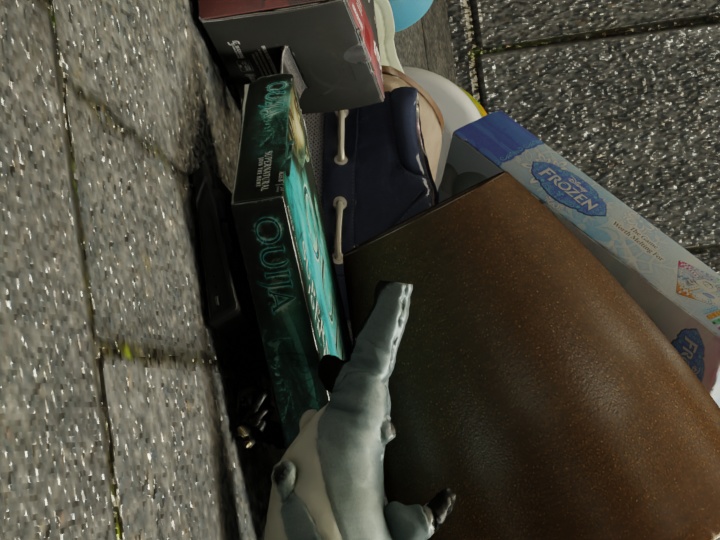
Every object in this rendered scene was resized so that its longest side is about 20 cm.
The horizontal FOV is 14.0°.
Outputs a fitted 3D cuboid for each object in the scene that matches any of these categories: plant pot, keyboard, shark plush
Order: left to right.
[{"bbox_3d":[-0.048,0.027,1.393,0.200,0.021,0.128,51,31,-77],"label":"keyboard"},{"bbox_3d":[0.003,0.109,1.301,0.091,0.083,0.201,74,24,-71],"label":"shark plush"},{"bbox_3d":[0.075,0.061,1.454,0.201,0.186,0.187,62,7,-2],"label":"plant pot"}]

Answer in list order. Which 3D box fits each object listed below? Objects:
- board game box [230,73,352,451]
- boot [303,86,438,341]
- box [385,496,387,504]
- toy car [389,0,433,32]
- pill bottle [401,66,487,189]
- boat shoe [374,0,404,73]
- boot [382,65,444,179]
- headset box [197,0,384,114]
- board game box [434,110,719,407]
[{"bbox_3d":[-0.026,0.025,1.381,0.135,0.028,0.201,-89,169,-62],"label":"board game box"},{"bbox_3d":[0.000,0.000,1.555,0.073,0.090,0.201,52,31,-79],"label":"boot"},{"bbox_3d":[0.017,0.194,1.712,0.156,0.041,0.201,69,15,-65],"label":"box"},{"bbox_3d":[0.011,-0.287,1.790,0.184,0.176,0.200,52,15,-55],"label":"toy car"},{"bbox_3d":[0.033,-0.072,1.891,0.200,0.111,0.112,-15,97,-84],"label":"pill bottle"},{"bbox_3d":[-0.015,-0.126,1.677,0.202,0.072,0.060,89,-20,-63],"label":"boat shoe"},{"bbox_3d":[0.006,-0.014,1.665,0.200,0.070,0.147,72,24,-69],"label":"boot"},{"bbox_3d":[-0.040,-0.177,1.478,0.149,0.077,0.201,62,22,-72],"label":"headset box"},{"bbox_3d":[0.114,0.048,1.587,0.199,0.043,0.200,40,-43,28],"label":"board game box"}]
